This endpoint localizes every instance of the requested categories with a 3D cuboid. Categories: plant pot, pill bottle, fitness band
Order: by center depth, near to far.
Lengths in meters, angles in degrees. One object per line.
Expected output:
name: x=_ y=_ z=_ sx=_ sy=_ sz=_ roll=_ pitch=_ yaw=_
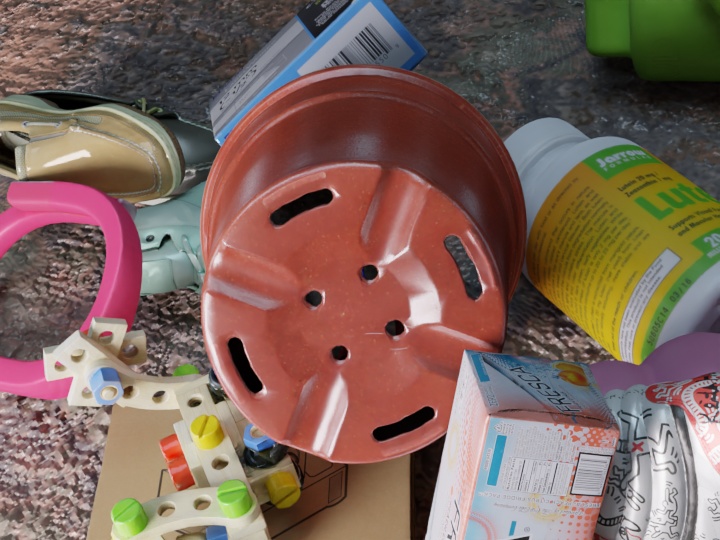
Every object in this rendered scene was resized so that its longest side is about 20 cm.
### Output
plant pot: x=0.000 y=0.000 z=0.751 sx=0.199 sy=0.203 sz=0.195 roll=-11 pitch=13 yaw=4
pill bottle: x=0.165 y=-0.013 z=0.863 sx=0.110 sy=0.112 sz=0.200 roll=-31 pitch=46 yaw=-16
fitness band: x=-0.217 y=0.012 z=0.943 sx=0.199 sy=0.037 sz=0.145 roll=5 pitch=73 yaw=43

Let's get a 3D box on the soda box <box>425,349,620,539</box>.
soda box: x=0.065 y=0.142 z=0.663 sx=0.063 sy=0.202 sz=0.069 roll=7 pitch=21 yaw=-8

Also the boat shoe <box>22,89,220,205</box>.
boat shoe: x=-0.182 y=-0.100 z=1.080 sx=0.200 sy=0.061 sz=0.072 roll=9 pitch=49 yaw=23

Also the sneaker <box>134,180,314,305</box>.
sneaker: x=-0.102 y=0.011 z=0.937 sx=0.117 sy=0.074 sz=0.201 roll=-20 pitch=34 yaw=-15

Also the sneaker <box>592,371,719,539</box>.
sneaker: x=0.168 y=0.141 z=0.664 sx=0.107 sy=0.203 sz=0.067 roll=-5 pitch=22 yaw=21

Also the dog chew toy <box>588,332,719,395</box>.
dog chew toy: x=0.193 y=0.086 z=0.732 sx=0.198 sy=0.125 sz=0.125 roll=1 pitch=44 yaw=-4

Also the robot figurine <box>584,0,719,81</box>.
robot figurine: x=0.265 y=-0.197 z=1.016 sx=0.198 sy=0.117 sz=0.175 roll=2 pitch=16 yaw=18

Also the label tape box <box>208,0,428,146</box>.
label tape box: x=-0.039 y=-0.141 z=0.994 sx=0.143 sy=0.066 sz=0.200 roll=-44 pitch=20 yaw=6

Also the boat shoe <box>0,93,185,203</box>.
boat shoe: x=-0.215 y=-0.079 z=1.005 sx=0.199 sy=0.072 sz=0.076 roll=10 pitch=27 yaw=37

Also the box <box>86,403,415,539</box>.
box: x=-0.065 y=0.137 z=0.841 sx=0.198 sy=0.021 sz=0.165 roll=-7 pitch=45 yaw=9

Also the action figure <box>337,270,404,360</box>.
action figure: x=0.012 y=-0.022 z=0.959 sx=0.064 sy=0.099 sz=0.202 roll=-4 pitch=67 yaw=6

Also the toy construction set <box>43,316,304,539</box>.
toy construction set: x=-0.107 y=0.111 z=0.805 sx=0.130 sy=0.092 sz=0.201 roll=-23 pitch=56 yaw=-8
